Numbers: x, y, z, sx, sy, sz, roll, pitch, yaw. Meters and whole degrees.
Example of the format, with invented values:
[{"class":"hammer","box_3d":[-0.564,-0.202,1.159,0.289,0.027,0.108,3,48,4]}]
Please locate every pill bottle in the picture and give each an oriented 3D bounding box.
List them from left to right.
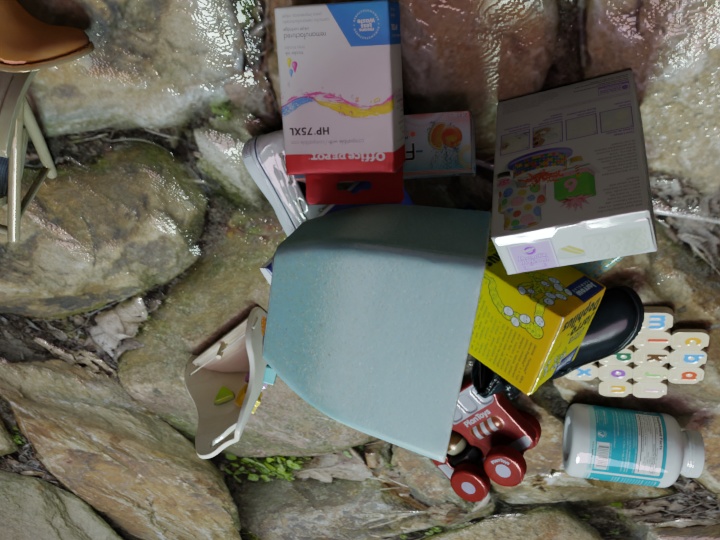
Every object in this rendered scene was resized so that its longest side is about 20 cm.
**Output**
[{"class":"pill bottle","box_3d":[0.415,0.270,1.236,0.196,0.112,0.112,6,139,6]}]

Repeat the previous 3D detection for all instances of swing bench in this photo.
[{"class":"swing bench","box_3d":[-0.475,-0.165,0.930,0.195,0.131,0.201,14,139,-3]}]

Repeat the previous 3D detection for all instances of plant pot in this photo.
[{"class":"plant pot","box_3d":[0.013,0.038,0.800,0.196,0.196,0.200,11,108,6]}]

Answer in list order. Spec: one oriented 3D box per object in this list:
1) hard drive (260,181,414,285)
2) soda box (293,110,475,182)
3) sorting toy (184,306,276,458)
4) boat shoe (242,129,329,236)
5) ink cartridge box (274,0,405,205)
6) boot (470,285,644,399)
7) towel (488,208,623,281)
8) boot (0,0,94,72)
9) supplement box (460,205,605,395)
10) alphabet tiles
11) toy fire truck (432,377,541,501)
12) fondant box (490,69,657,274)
[{"class":"hard drive","box_3d":[-0.007,-0.014,0.935,0.025,0.200,0.133,6,134,57]},{"class":"soda box","box_3d":[0.026,-0.132,0.884,0.196,0.065,0.068,-1,-178,13]},{"class":"sorting toy","box_3d":[-0.193,0.187,1.224,0.106,0.182,0.199,33,135,-24]},{"class":"boat shoe","box_3d":[-0.064,-0.082,0.973,0.066,0.074,0.201,-15,132,30]},{"class":"ink cartridge box","box_3d":[-0.017,-0.161,0.809,0.114,0.067,0.204,0,105,12]},{"class":"boot","box_3d":[0.251,0.098,1.041,0.166,0.077,0.200,-8,154,-41]},{"class":"towel","box_3d":[0.219,-0.038,0.939,0.148,0.022,0.200,54,134,12]},{"class":"boot","box_3d":[-0.379,-0.287,0.820,0.196,0.077,0.158,0,114,-5]},{"class":"supplement box","box_3d":[0.158,0.028,0.930,0.199,0.108,0.111,35,127,28]},{"class":"alphabet tiles","box_3d":[0.387,0.119,1.145,0.192,0.015,0.202,-1,137,17]},{"class":"toy fire truck","box_3d":[0.182,0.263,1.299,0.168,0.112,0.200,48,131,-4]},{"class":"fondant box","box_3d":[0.208,-0.100,0.798,0.142,0.202,0.059,-10,136,23]}]
